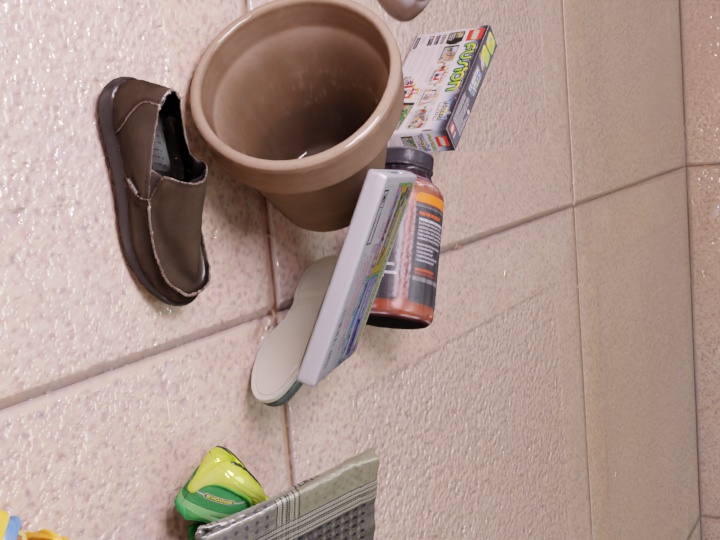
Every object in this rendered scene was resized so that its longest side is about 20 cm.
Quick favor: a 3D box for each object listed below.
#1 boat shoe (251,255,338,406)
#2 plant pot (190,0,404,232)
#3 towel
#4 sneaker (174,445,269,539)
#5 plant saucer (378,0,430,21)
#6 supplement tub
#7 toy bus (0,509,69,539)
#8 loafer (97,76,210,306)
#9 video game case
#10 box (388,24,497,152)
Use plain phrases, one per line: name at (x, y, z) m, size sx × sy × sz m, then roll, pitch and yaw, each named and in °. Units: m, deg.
boat shoe at (-0.050, 0.071, 1.018) m, size 0.062 × 0.072 × 0.201 m, roll 61°, pitch 36°, yaw -33°
plant pot at (-0.047, -0.132, 0.944) m, size 0.175 × 0.197 × 0.203 m, roll 72°, pitch 30°, yaw -60°
towel at (-0.067, 0.272, 0.916) m, size 0.198 × 0.034 × 0.196 m, roll -19°, pitch 126°, yaw -31°
sneaker at (-0.119, 0.239, 0.917) m, size 0.083 × 0.074 × 0.201 m, roll -38°, pitch 137°, yaw -13°
plant saucer at (0.058, -0.424, 1.248) m, size 0.199 × 0.032 × 0.204 m, roll -3°, pitch 93°, yaw -60°
supplement tub at (0.043, -0.038, 1.144) m, size 0.107 × 0.105 × 0.204 m, roll 23°, pitch 71°, yaw -57°
toy bus at (-0.260, 0.215, 0.624) m, size 0.194 × 0.134 × 0.200 m, roll 62°, pitch 36°, yaw -13°
loafer at (-0.164, -0.063, 0.825) m, size 0.073 × 0.070 × 0.203 m, roll -42°, pitch 125°, yaw -51°
video game case at (0.000, 0.000, 0.948) m, size 0.182 × 0.022 × 0.203 m, roll -24°, pitch 134°, yaw -77°
box at (0.094, -0.227, 1.228) m, size 0.035 × 0.108 × 0.202 m, roll 59°, pitch 42°, yaw -40°
